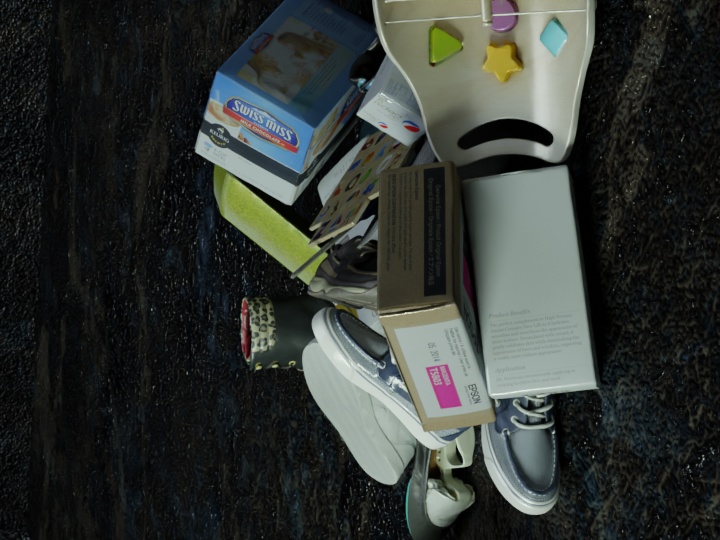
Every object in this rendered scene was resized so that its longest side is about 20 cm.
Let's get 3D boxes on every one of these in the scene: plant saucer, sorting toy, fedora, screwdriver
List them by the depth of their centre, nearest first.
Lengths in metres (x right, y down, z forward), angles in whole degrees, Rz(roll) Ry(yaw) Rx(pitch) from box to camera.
[{"bbox_3d":[0.125,-0.183,1.530,0.107,0.199,0.181,-36,-57,-69],"label":"sorting toy"},{"bbox_3d":[0.087,-0.084,1.658,0.200,0.090,0.177,-58,1,16],"label":"fedora"},{"bbox_3d":[-0.012,-0.048,1.725,0.028,0.200,0.029,-25,98,50],"label":"screwdriver"},{"bbox_3d":[-0.103,-0.054,2.015,0.048,0.200,0.200,-49,14,4],"label":"plant saucer"}]

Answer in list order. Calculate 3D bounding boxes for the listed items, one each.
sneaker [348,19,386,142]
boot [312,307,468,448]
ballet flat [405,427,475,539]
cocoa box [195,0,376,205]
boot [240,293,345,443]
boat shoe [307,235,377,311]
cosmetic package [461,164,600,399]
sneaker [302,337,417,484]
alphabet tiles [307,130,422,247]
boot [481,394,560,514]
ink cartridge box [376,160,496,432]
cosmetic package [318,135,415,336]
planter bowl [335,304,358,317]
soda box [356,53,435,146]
[{"bbox_3d":[0.023,-0.210,1.850,0.200,0.090,0.078,107,150,-44],"label":"sneaker"},{"bbox_3d":[0.049,0.090,1.705,0.090,0.200,0.073,-37,24,26],"label":"boot"},{"bbox_3d":[0.089,0.214,1.807,0.068,0.068,0.201,22,115,52],"label":"ballet flat"},{"bbox_3d":[-0.075,-0.202,1.914,0.200,0.133,0.131,-54,-9,-41],"label":"cocoa box"},{"bbox_3d":[-0.066,0.117,2.044,0.073,0.153,0.204,-161,67,-69],"label":"boot"},{"bbox_3d":[0.000,0.000,1.715,0.200,0.074,0.073,7,80,67],"label":"boat shoe"},{"bbox_3d":[0.156,0.012,1.532,0.074,0.101,0.201,27,-123,-78],"label":"cosmetic package"},{"bbox_3d":[0.016,0.120,1.811,0.074,0.116,0.200,8,136,42],"label":"sneaker"},{"bbox_3d":[0.017,-0.110,1.720,0.200,0.006,0.166,-58,16,-27],"label":"alphabet tiles"},{"bbox_3d":[0.156,0.125,1.606,0.090,0.073,0.200,118,144,-54],"label":"boot"},{"bbox_3d":[0.071,0.026,1.547,0.200,0.075,0.165,69,-163,-51],"label":"ink cartridge box"},{"bbox_3d":[0.031,-0.035,1.835,0.102,0.074,0.200,-44,50,36],"label":"cosmetic package"},{"bbox_3d":[0.017,0.081,1.931,0.200,0.083,0.201,175,90,-69],"label":"planter bowl"},{"bbox_3d":[0.072,-0.224,1.632,0.200,0.064,0.068,-64,12,-22],"label":"soda box"}]
